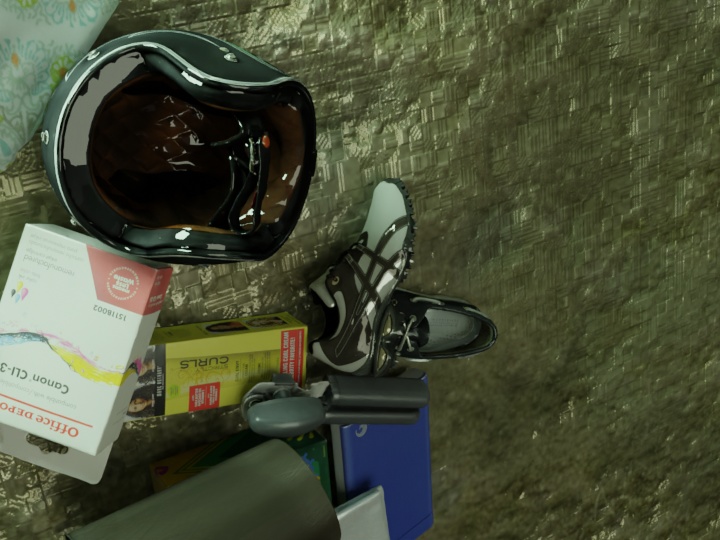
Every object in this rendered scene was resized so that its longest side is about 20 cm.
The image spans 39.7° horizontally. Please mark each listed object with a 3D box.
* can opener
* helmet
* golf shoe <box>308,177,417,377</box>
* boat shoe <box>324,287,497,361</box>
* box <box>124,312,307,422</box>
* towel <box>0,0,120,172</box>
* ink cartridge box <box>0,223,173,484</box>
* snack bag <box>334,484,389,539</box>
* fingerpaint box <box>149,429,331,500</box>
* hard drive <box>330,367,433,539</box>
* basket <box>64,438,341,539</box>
[{"bbox_3d":[-0.020,0.138,0.964,0.198,0.067,0.054,5,131,-27],"label":"can opener"},{"bbox_3d":[-0.148,-0.098,0.795,0.200,0.188,0.203,13,90,-74],"label":"helmet"},{"bbox_3d":[0.000,0.000,0.977,0.093,0.078,0.203,11,76,-12],"label":"golf shoe"},{"bbox_3d":[0.057,0.058,1.053,0.198,0.060,0.077,-3,107,-31],"label":"boat shoe"},{"bbox_3d":[-0.148,0.090,0.940,0.198,0.050,0.076,-5,107,-32],"label":"box"},{"bbox_3d":[-0.275,-0.195,0.736,0.201,0.048,0.171,-59,141,-10],"label":"towel"},{"bbox_3d":[-0.245,0.074,0.828,0.115,0.067,0.202,18,93,0],"label":"ink cartridge box"},{"bbox_3d":[-0.040,0.340,1.021,0.187,0.021,0.202,-22,119,-26],"label":"snack bag"},{"bbox_3d":[-0.112,0.271,1.007,0.165,0.073,0.203,-15,112,-28],"label":"fingerpaint box"},{"bbox_3d":[0.027,0.223,1.084,0.131,0.025,0.202,-26,123,-39],"label":"hard drive"},{"bbox_3d":[-0.126,0.250,0.872,0.199,0.136,0.182,-30,107,-26],"label":"basket"}]
